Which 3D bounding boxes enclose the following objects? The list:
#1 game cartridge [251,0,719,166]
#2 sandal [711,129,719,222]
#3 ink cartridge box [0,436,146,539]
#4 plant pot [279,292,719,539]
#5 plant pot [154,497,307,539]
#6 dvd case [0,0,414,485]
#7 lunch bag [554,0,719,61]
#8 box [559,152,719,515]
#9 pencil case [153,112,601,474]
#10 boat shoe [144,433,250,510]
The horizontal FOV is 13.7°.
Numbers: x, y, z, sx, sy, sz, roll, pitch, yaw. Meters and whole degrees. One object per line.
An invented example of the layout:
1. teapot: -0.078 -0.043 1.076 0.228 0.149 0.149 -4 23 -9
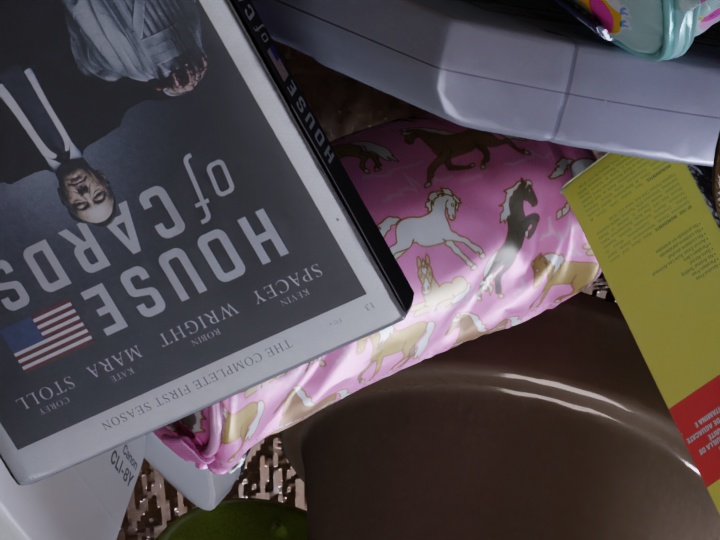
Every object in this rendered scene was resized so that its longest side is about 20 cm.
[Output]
1. game cartridge: 0.074 -0.067 0.984 0.199 0.041 0.133 5 -169 -37
2. sandal: 0.164 -0.094 0.887 0.081 0.201 0.055 19 -179 -4
3. ink cartridge box: -0.202 0.059 1.160 0.199 0.084 0.145 5 153 19
4. plant pot: 0.052 0.125 1.190 0.199 0.176 0.201 10 154 5
5. plant pot: -0.070 0.202 1.301 0.199 0.201 0.193 17 138 -20
6. dvd case: -0.094 -0.043 0.942 0.150 0.025 0.201 -24 107 19
7. lunch bag: 0.060 -0.165 0.876 0.077 0.160 0.201 -36 145 -21
8. box: 0.142 0.047 1.032 0.050 0.201 0.075 -34 155 23
9. pencil case: 0.000 0.000 1.065 0.199 0.083 0.087 -25 150 -35
10. boat shoe: -0.058 0.038 1.193 0.072 0.068 0.200 45 162 9
